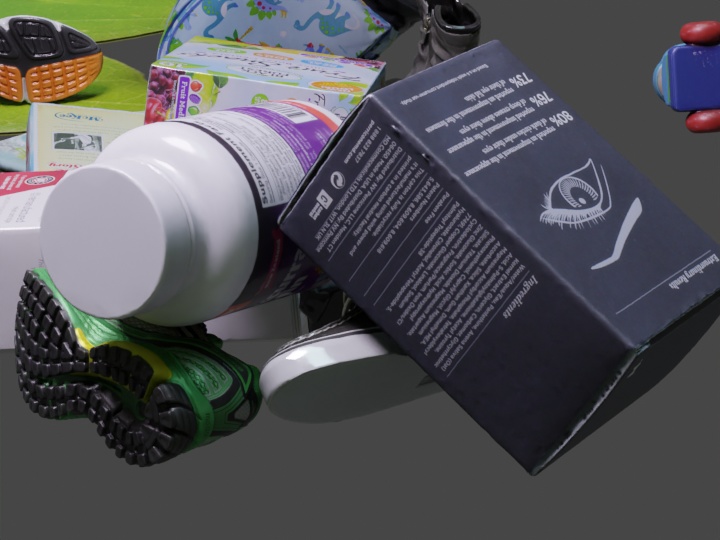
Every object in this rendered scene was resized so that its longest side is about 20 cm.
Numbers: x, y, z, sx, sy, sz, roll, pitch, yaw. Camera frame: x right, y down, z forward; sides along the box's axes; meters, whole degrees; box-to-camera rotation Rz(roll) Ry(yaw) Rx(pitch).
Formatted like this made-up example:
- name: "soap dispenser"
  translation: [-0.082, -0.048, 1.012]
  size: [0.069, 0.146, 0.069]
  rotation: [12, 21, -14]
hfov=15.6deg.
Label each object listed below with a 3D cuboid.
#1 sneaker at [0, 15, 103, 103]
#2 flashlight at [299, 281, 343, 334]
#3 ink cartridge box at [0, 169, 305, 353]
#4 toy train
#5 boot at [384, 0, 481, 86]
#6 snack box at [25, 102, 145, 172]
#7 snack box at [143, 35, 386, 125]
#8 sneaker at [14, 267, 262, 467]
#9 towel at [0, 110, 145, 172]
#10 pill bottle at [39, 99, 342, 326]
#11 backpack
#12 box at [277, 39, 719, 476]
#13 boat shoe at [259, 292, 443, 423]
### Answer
- name: "sneaker"
  translation: [-0.316, -0.184, 2.248]
  size: [0.199, 0.076, 0.092]
  rotation: [0, 13, 4]
- name: "flashlight"
  translation: [0.000, 0.000, 1.628]
  size: [0.068, 0.068, 0.200]
  rotation: [-18, 21, 5]
- name: "ink cartridge box"
  translation: [-0.135, -0.011, 1.641]
  size: [0.199, 0.083, 0.147]
  rotation: [-3, 16, 2]
- name: "toy train"
  translation: [0.331, -0.156, 2.056]
  size: [0.199, 0.085, 0.116]
  rotation: [-5, 4, -6]
- name: "boot"
  translation: [0.057, -0.158, 1.999]
  size: [0.068, 0.131, 0.200]
  rotation: [-7, 18, -16]
- name: "snack box"
  translation: [-0.126, -0.063, 1.782]
  size: [0.199, 0.037, 0.116]
  rotation: [5, 31, -10]
- name: "snack box"
  translation: [-0.060, -0.117, 1.778]
  size: [0.142, 0.053, 0.200]
  rotation: [7, 11, 4]
- name: "sneaker"
  translation: [-0.130, 0.054, 1.474]
  size: [0.085, 0.078, 0.200]
  rotation: [-7, 26, -37]
- name: "towel"
  translation: [-0.167, -0.071, 1.901]
  size: [0.171, 0.048, 0.200]
  rotation: [-13, 20, -27]
- name: "pill bottle"
  translation: [-0.085, -0.030, 1.449]
  size: [0.111, 0.112, 0.200]
  rotation: [7, 13, 30]
- name: "backpack"
  translation: [-0.070, -0.193, 2.057]
  size: [0.200, 0.163, 0.154]
  rotation: [-33, 19, 24]
- name: "box"
  translation: [0.083, -0.011, 1.416]
  size: [0.200, 0.104, 0.148]
  rotation: [45, 34, 13]
- name: "boat shoe"
  translation: [0.017, 0.035, 1.465]
  size: [0.200, 0.071, 0.064]
  rotation: [-10, 62, -41]
